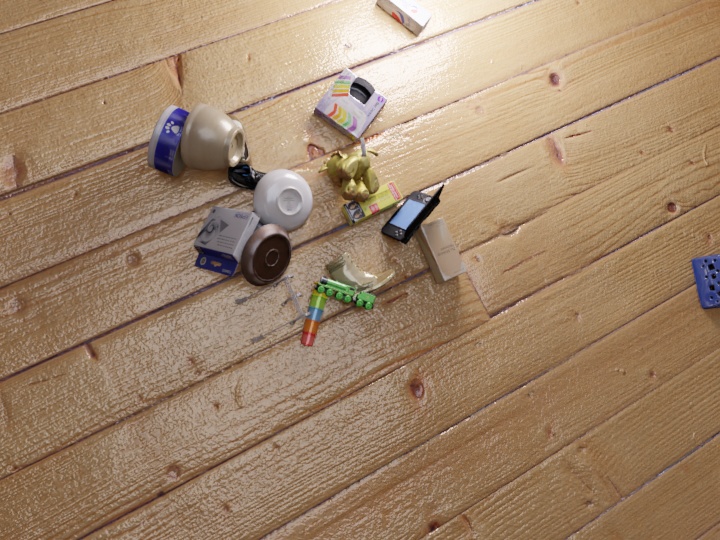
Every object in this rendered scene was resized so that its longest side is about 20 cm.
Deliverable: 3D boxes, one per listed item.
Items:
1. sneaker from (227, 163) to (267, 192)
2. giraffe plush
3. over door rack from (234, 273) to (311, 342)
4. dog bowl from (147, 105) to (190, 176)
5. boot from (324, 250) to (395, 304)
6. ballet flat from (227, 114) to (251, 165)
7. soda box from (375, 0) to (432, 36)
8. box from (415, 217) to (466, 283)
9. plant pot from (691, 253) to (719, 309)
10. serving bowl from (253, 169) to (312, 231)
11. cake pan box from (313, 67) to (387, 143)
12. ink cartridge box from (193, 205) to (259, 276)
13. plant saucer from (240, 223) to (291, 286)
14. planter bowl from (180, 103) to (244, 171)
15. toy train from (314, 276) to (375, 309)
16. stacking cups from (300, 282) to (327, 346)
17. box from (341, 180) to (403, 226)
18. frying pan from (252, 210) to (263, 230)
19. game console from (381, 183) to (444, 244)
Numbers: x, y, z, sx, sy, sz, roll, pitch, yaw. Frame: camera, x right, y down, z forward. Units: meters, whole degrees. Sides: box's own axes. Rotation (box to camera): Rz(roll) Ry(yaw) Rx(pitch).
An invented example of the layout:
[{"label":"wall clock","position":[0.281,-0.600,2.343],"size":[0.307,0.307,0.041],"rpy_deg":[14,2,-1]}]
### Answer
[{"label":"sneaker","position":[-0.325,-0.288,1.665],"size":[0.199,0.112,0.073],"rpy_deg":[9,80,-9]},{"label":"giraffe plush","position":[-0.048,-0.327,1.707],"size":[0.172,0.162,0.201],"rpy_deg":[-3,99,-47]},{"label":"over door rack","position":[-0.271,0.116,1.635],"size":[0.200,0.067,0.148],"rpy_deg":[-26,82,0]},{"label":"dog bowl","position":[-0.568,-0.393,1.591],"size":[0.079,0.200,0.201],"rpy_deg":[22,77,-9]},{"label":"boot","position":[0.000,0.000,1.699],"size":[0.200,0.073,0.156],"rpy_deg":[-28,91,-8]},{"label":"ballet flat","position":[-0.400,-0.426,1.694],"size":[0.068,0.072,0.201],"rpy_deg":[-13,83,-13]},{"label":"soda box","position":[0.157,-0.948,1.891],"size":[0.200,0.063,0.068],"rpy_deg":[37,75,-3]},{"label":"box","position":[0.269,-0.065,1.760],"size":[0.095,0.078,0.201],"rpy_deg":[-24,86,-13]},{"label":"plant pot","position":[1.375,0.027,1.905],"size":[0.199,0.180,0.201],"rpy_deg":[-6,82,-11]},{"label":"serving bowl","position":[-0.235,-0.219,1.654],"size":[0.200,0.066,0.201],"rpy_deg":[-6,102,-30]},{"label":"cake pan box","position":[-0.031,-0.571,1.801],"size":[0.184,0.052,0.200],"rpy_deg":[37,76,-5]},{"label":"ink cartridge box","position":[-0.421,-0.094,1.589],"size":[0.199,0.041,0.201],"rpy_deg":[11,74,36]},{"label":"plant saucer","position":[-0.279,-0.042,1.602],"size":[0.032,0.200,0.200],"rpy_deg":[23,73,35]},{"label":"planter bowl","position":[-0.436,-0.389,1.587],"size":[0.134,0.200,0.201],"rpy_deg":[17,78,5]},{"label":"toy train","position":[-0.046,0.071,1.636],"size":[0.199,0.042,0.057],"rpy_deg":[20,83,-10]},{"label":"stacking cups","position":[-0.147,0.141,1.663],"size":[0.060,0.061,0.201],"rpy_deg":[16,83,-8]},{"label":"box","position":[0.039,-0.225,1.756],"size":[0.200,0.050,0.075],"rpy_deg":[-26,85,-14]},{"label":"frying pan","position":[-0.294,-0.156,1.695],"size":[0.190,0.031,0.115],"rpy_deg":[-24,87,-11]},{"label":"game console","position":[0.167,-0.200,1.701],"size":[0.176,0.116,0.200],"rpy_deg":[28,71,40]}]
